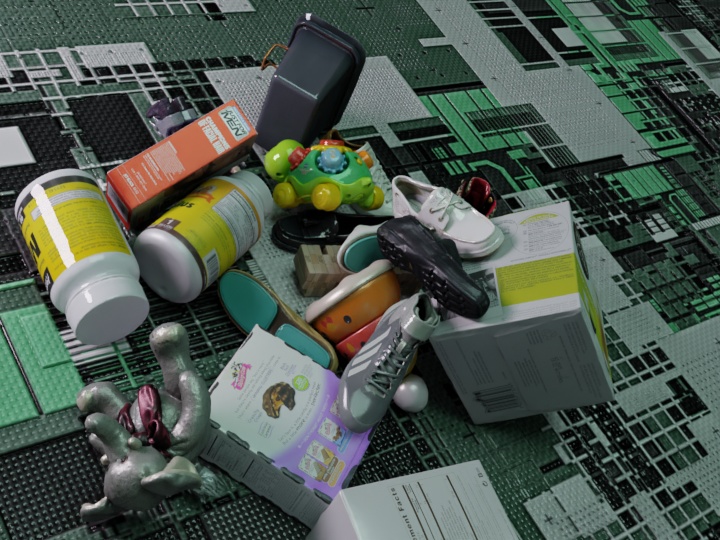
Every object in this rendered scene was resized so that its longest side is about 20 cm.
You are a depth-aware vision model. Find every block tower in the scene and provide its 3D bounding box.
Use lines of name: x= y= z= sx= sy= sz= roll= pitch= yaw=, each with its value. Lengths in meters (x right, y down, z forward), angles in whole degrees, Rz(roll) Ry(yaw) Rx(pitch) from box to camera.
block tower: x=0.000 y=0.000 z=1.442 sx=0.198 sy=0.054 sz=0.058 roll=2 pitch=51 yaw=-28

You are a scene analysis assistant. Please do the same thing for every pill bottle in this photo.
pill bottle: x=-0.341 y=-0.016 z=1.224 sx=0.113 sy=0.115 sz=0.201 roll=-11 pitch=57 yaw=-36
pill bottle: x=-0.203 y=-0.053 z=1.330 sx=0.109 sy=0.110 sz=0.200 roll=37 pitch=47 yaw=7

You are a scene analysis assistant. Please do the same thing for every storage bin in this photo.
storage bin: x=-0.099 y=-0.275 z=1.546 sx=0.145 sy=0.201 sz=0.135 roll=30 pitch=52 yaw=0

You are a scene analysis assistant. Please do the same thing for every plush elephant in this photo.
plush elephant: x=-0.235 y=0.188 z=1.062 sx=0.201 sy=0.164 sz=0.155 roll=60 pitch=19 yaw=-3

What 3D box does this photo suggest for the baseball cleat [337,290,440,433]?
baseball cleat: x=0.036 y=0.101 z=1.208 sx=0.069 sy=0.106 sz=0.201 roll=33 pitch=53 yaw=-11

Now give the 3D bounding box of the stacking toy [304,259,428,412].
stacking toy: x=0.031 y=0.100 z=1.333 sx=0.146 sy=0.146 sz=0.201 roll=-29 pitch=83 yaw=-43

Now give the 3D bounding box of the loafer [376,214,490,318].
loafer: x=0.100 y=-0.012 z=1.273 sx=0.070 sy=0.069 sz=0.200 roll=-33 pitch=49 yaw=-18

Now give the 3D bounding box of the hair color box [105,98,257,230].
hair color box: x=-0.242 y=-0.141 z=1.340 sx=0.199 sy=0.111 sz=0.064 roll=-36 pitch=88 yaw=-19

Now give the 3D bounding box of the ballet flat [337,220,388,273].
ballet flat: x=0.028 y=-0.041 z=1.418 sx=0.199 sy=0.070 sz=0.070 roll=-13 pitch=58 yaw=-41

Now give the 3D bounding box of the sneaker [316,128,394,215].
sneaker: x=0.012 y=-0.145 z=1.560 sx=0.199 sy=0.085 sz=0.073 roll=36 pitch=42 yaw=3

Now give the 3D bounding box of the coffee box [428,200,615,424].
coffee box: x=0.217 y=0.059 z=1.347 sx=0.198 sy=0.201 sz=0.199 roll=-13 pitch=43 yaw=18

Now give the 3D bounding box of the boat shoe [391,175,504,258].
boat shoe: x=0.108 y=-0.077 z=1.341 sx=0.071 sy=0.070 sz=0.199 roll=-41 pitch=42 yaw=-22

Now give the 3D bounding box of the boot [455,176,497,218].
boot: x=0.157 y=-0.082 z=1.531 sx=0.073 sy=0.151 sz=0.201 roll=30 pitch=43 yaw=0

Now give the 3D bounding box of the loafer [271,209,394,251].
loafer: x=-0.033 y=-0.066 z=1.476 sx=0.198 sy=0.063 sz=0.072 roll=4 pitch=49 yaw=-26

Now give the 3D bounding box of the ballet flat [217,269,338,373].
ballet flat: x=-0.109 y=0.076 z=1.314 sx=0.200 sy=0.069 sz=0.063 roll=42 pitch=5 yaw=14

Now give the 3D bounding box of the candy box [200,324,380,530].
candy box: x=-0.091 y=0.187 z=1.208 sx=0.199 sy=0.072 sz=0.168 roll=33 pitch=43 yaw=1

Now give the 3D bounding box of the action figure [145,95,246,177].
action figure: x=-0.233 y=-0.159 z=1.451 sx=0.130 sy=0.069 sz=0.201 roll=-25 pitch=80 yaw=-49

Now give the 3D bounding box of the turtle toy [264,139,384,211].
turtle toy: x=-0.063 y=-0.143 z=1.478 sx=0.198 sy=0.103 sz=0.145 roll=7 pitch=7 yaw=36

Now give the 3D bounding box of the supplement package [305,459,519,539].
supplement package: x=0.059 y=0.313 z=1.138 sx=0.198 sy=0.122 sz=0.121 roll=-5 pitch=54 yaw=-32
